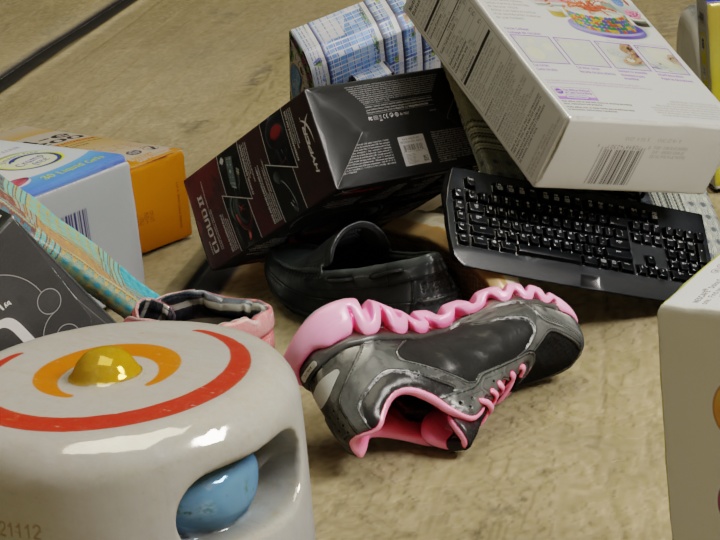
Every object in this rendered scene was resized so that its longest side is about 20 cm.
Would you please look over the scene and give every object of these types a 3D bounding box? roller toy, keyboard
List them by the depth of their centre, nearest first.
[{"bbox_3d":[-0.115,0.103,0.981,0.180,0.141,0.200,-7,17,-5],"label":"roller toy"},{"bbox_3d":[0.145,-0.038,1.317,0.198,0.040,0.105,9,52,-25],"label":"keyboard"}]

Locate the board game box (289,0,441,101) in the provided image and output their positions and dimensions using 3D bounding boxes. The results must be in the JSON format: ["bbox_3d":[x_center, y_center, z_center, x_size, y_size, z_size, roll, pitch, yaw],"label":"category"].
[{"bbox_3d":[0.001,-0.120,1.599,0.198,0.201,0.062,-25,59,-17],"label":"board game box"}]

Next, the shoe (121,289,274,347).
[{"bbox_3d":[-0.136,0.060,1.196,0.198,0.092,0.071,1,19,19],"label":"shoe"}]

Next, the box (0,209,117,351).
[{"bbox_3d":[-0.242,0.040,1.147,0.149,0.124,0.199,-48,33,-12],"label":"box"}]

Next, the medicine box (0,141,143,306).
[{"bbox_3d":[-0.287,-0.017,1.436,0.198,0.104,0.182,9,23,35],"label":"medicine box"}]

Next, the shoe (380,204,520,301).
[{"bbox_3d":[0.069,-0.009,1.369,0.053,0.070,0.200,-26,20,-12],"label":"shoe"}]

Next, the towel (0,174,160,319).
[{"bbox_3d":[-0.162,0.001,1.278,0.022,0.200,0.147,-51,26,0],"label":"towel"}]

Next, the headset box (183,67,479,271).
[{"bbox_3d":[-0.022,-0.068,1.456,0.148,0.076,0.200,-13,-11,-36],"label":"headset box"}]

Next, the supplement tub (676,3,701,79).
[{"bbox_3d":[0.366,-0.168,1.682,0.198,0.124,0.123,-6,18,-1],"label":"supplement tub"}]

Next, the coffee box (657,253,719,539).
[{"bbox_3d":[0.250,0.082,0.833,0.196,0.202,0.200,5,21,30],"label":"coffee box"}]

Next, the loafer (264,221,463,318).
[{"bbox_3d":[0.000,0.000,1.365,0.068,0.071,0.200,-17,19,-31],"label":"loafer"}]

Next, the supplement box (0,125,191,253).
[{"bbox_3d":[-0.246,-0.058,1.618,0.199,0.074,0.126,10,23,41],"label":"supplement box"}]

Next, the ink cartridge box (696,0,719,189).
[{"bbox_3d":[0.358,-0.174,1.575,0.195,0.202,0.047,-7,17,-3],"label":"ink cartridge box"}]

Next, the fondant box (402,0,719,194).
[{"bbox_3d":[0.136,-0.134,1.344,0.143,0.059,0.201,1,40,-32],"label":"fondant box"}]

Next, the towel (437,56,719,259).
[{"bbox_3d":[0.149,-0.084,1.408,0.191,0.035,0.201,4,54,-28],"label":"towel"}]

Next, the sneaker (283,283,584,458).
[{"bbox_3d":[0.054,0.066,1.181,0.198,0.079,0.096,-6,49,-31],"label":"sneaker"}]
